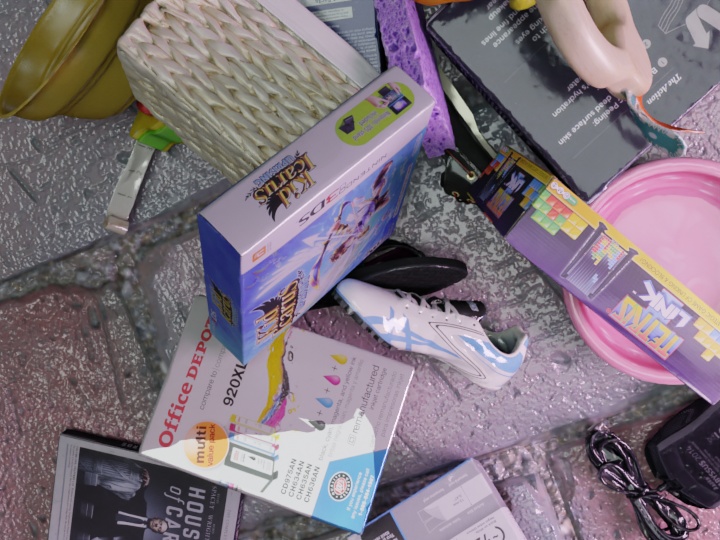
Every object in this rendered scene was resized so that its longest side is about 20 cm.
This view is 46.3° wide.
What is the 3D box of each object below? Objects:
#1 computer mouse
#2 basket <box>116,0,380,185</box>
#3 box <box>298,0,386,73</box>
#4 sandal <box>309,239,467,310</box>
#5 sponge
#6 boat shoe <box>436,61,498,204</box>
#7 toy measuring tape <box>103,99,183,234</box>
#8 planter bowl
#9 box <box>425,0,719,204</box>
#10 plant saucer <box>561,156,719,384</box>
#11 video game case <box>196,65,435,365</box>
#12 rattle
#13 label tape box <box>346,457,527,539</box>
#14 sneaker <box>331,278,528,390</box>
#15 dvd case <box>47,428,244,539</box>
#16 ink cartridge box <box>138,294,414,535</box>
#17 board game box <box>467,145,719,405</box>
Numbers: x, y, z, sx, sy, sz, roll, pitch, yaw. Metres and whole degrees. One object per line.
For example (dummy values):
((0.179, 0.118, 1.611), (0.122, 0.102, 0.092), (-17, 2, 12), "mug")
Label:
((0.322, 0.157, 0.779), (0.200, 0.053, 0.139), (-37, 91, 22), "computer mouse")
((-0.087, -0.146, 0.695), (0.200, 0.136, 0.123), (41, 78, 1), "basket")
((-0.041, -0.232, 0.776), (0.120, 0.032, 0.201), (-5, 97, 10), "box")
((-0.001, 0.000, 0.790), (0.199, 0.075, 0.048), (-8, 70, 10), "sandal")
((0.035, -0.204, 0.692), (0.030, 0.112, 0.201), (-16, 70, 14), "sponge")
((0.101, -0.090, 0.759), (0.063, 0.074, 0.202), (-37, 86, 10), "boat shoe")
((-0.187, -0.121, 0.789), (0.073, 0.074, 0.201), (25, 96, 3), "toy measuring tape")
((-0.235, -0.200, 0.761), (0.083, 0.201, 0.201), (34, 104, -35), "planter bowl")
((0.193, -0.196, 0.707), (0.197, 0.117, 0.200), (-42, 90, 12), "box")
((0.280, -0.001, 0.758), (0.199, 0.051, 0.202), (1, 98, 7), "plant saucer")
((-0.035, -0.032, 0.634), (0.181, 0.200, 0.045), (-40, 75, -22), "video game case")
((0.146, -0.151, 0.629), (0.142, 0.131, 0.200), (-28, 121, 22), "rattle")
((0.099, 0.297, 0.775), (0.143, 0.066, 0.201), (-33, 67, 3), "label tape box")
((0.065, 0.046, 0.762), (0.199, 0.072, 0.073), (24, 102, -24), "sneaker")
((-0.225, 0.258, 0.880), (0.199, 0.025, 0.151), (11, 100, 7), "dvd case")
((-0.069, 0.129, 0.758), (0.199, 0.145, 0.148), (18, 79, 5), "ink cartridge box")
((0.183, -0.004, 0.644), (0.200, 0.165, 0.057), (37, 102, -10), "board game box")
